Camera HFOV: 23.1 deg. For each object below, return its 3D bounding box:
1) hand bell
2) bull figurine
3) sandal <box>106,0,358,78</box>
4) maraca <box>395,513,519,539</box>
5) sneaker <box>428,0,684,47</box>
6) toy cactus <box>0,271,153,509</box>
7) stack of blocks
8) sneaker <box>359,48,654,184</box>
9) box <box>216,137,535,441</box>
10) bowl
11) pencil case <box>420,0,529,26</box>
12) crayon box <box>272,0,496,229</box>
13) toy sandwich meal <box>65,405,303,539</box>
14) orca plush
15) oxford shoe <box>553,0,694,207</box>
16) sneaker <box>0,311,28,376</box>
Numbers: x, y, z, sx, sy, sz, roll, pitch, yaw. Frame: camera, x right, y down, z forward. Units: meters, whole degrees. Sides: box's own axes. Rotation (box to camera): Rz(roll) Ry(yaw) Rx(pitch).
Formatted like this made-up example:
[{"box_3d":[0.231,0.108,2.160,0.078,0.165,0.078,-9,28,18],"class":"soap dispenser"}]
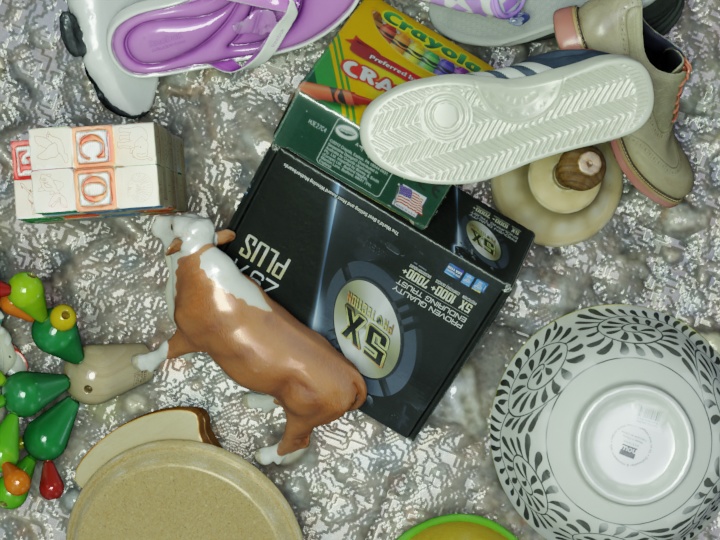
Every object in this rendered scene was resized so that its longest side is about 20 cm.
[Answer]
[{"box_3d":[0.152,-0.069,1.273,0.103,0.200,0.105,0,91,0],"class":"hand bell"},{"box_3d":[-0.090,0.049,1.266,0.200,0.065,0.121,41,129,-4],"class":"bull figurine"},{"box_3d":[-0.090,-0.178,1.286,0.201,0.050,0.083,-19,126,14],"class":"sandal"},{"box_3d":[0.083,0.282,1.321,0.136,0.107,0.201,-16,90,-1],"class":"maraca"},{"box_3d":[0.155,-0.198,1.341,0.199,0.099,0.071,-4,79,32],"class":"sneaker"},{"box_3d":[-0.226,0.086,1.307,0.164,0.102,0.201,-14,114,-37],"class":"toy cactus"},{"box_3d":[-0.192,-0.068,1.276,0.114,0.200,0.059,-5,91,-1],"class":"stack of blocks"},{"box_3d":[0.095,-0.106,1.197,0.199,0.085,0.076,-8,104,-6],"class":"sneaker"},{"box_3d":[0.000,0.000,1.296,0.199,0.086,0.164,31,124,0],"class":"box"},{"box_3d":[0.200,0.127,1.326,0.199,0.094,0.202,0,91,0],"class":"bowl"},{"box_3d":[0.036,-0.243,1.296,0.199,0.086,0.084,17,125,21],"class":"pencil case"},{"box_3d":[0.029,-0.127,1.281,0.126,0.200,0.051,30,126,-1],"class":"crayon box"},{"box_3d":[-0.133,0.204,1.328,0.204,0.070,0.207,2,105,8],"class":"toy sandwich meal"},{"box_3d":[-0.213,-0.213,1.337,0.105,0.071,0.201,-46,124,-34],"class":"orca plush"},{"box_3d":[0.211,-0.121,1.283,0.074,0.071,0.200,-21,135,21],"class":"oxford shoe"},{"box_3d":[-0.296,0.042,1.352,0.093,0.070,0.201,14,88,-17],"class":"sneaker"}]
